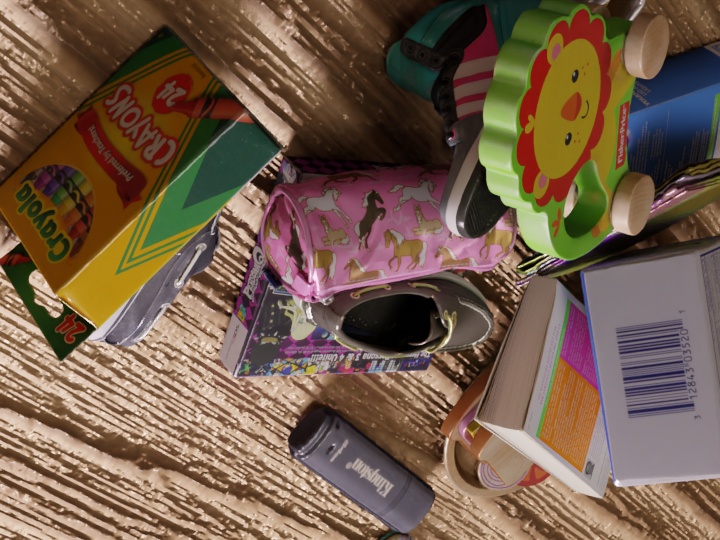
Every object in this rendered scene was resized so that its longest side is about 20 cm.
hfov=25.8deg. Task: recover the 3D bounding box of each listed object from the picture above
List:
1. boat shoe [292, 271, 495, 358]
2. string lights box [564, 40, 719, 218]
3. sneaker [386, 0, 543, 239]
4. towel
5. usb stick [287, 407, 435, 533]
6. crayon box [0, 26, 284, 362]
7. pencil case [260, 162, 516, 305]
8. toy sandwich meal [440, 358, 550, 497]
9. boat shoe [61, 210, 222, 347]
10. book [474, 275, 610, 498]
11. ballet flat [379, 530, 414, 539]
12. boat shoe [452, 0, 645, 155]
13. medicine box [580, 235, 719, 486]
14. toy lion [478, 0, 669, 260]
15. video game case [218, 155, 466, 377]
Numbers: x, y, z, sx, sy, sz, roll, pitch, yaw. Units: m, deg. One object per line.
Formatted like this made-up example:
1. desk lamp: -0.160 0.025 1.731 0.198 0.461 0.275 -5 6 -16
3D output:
1. boat shoe: 0.037 0.038 1.241 0.200 0.060 0.073 12 114 -41
2. string lights box: 0.245 -0.115 1.334 0.198 0.059 0.104 -19 132 -24
3. sneaker: 0.069 -0.122 1.148 0.202 0.120 0.084 -65 151 -23
4. towel: 0.233 -0.044 1.312 0.143 0.023 0.199 -15 167 -47
5. usb stick: 0.004 0.181 1.401 0.055 0.033 0.200 -45 137 2
6. crayon box: -0.160 -0.052 1.031 0.200 0.127 0.051 -45 137 0
7. pencil case: 0.024 -0.031 1.166 0.198 0.083 0.088 -11 120 -32
8. toy sandwich meal: 0.162 0.145 1.464 0.203 0.070 0.207 -20 132 -24
9. boat shoe: -0.132 -0.026 1.113 0.067 0.072 0.201 22 110 -42
10. book: 0.181 0.104 1.361 0.200 0.048 0.135 39 67 -51
11. ballet flat: 0.009 0.347 1.508 0.072 0.072 0.202 15 112 -42
12. boat shoe: 0.149 -0.153 1.226 0.201 0.070 0.071 -51 137 7
13. medicine box: 0.272 0.072 1.348 0.200 0.102 0.185 -13 94 -68
14. toy lion: 0.146 -0.097 1.118 0.191 0.068 0.202 -33 131 -46
15. video game case: 0.000 0.000 1.256 0.198 0.036 0.183 0 120 -37
